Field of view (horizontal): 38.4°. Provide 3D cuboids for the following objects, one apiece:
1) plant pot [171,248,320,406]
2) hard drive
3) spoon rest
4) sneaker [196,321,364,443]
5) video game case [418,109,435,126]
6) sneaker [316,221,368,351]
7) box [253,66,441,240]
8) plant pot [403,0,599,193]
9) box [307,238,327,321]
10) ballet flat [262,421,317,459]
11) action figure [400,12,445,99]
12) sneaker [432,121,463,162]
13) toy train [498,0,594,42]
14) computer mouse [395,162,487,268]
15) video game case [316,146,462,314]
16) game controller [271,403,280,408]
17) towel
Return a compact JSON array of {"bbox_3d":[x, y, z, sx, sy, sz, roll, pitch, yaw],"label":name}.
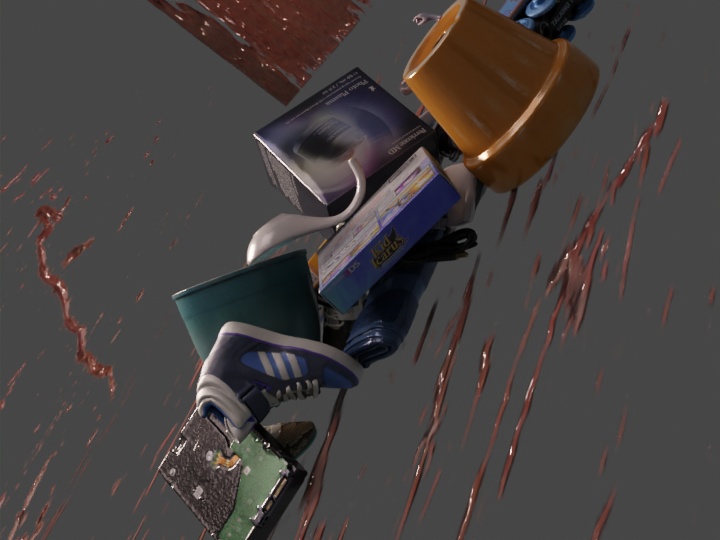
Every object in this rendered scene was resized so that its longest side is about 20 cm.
[{"bbox_3d":[-0.139,0.092,1.443,0.198,0.190,0.200,-19,-1,0],"label":"plant pot"},{"bbox_3d":[-0.166,0.257,1.319,0.199,0.038,0.141,34,94,43],"label":"hard drive"},{"bbox_3d":[-0.069,-0.066,1.368,0.199,0.061,0.099,-38,-1,8],"label":"spoon rest"},{"bbox_3d":[-0.107,0.159,1.298,0.081,0.198,0.148,106,-179,-63],"label":"sneaker"},{"bbox_3d":[0.046,-0.188,1.703,0.200,0.022,0.182,-40,0,-5],"label":"video game case"},{"bbox_3d":[-0.031,0.029,1.419,0.074,0.088,0.202,2,75,40],"label":"sneaker"},{"bbox_3d":[-0.015,-0.165,1.520,0.199,0.198,0.124,-35,-35,-15],"label":"box"},{"bbox_3d":[0.159,-0.229,1.271,0.201,0.182,0.201,-50,15,18],"label":"plant pot"},{"bbox_3d":[-0.040,-0.003,1.596,0.200,0.041,0.119,-50,-20,15],"label":"box"},{"bbox_3d":[-0.142,0.254,1.381,0.200,0.075,0.068,-46,16,31],"label":"ballet flat"},{"bbox_3d":[0.139,-0.307,1.548,0.200,0.147,0.136,92,-170,-87],"label":"action figure"},{"bbox_3d":[0.178,-0.239,1.471,0.201,0.075,0.114,-56,17,11],"label":"sneaker"},{"bbox_3d":[0.237,-0.342,1.420,0.114,0.087,0.201,12,61,54],"label":"toy train"},{"bbox_3d":[0.111,-0.083,1.319,0.109,0.044,0.201,-10,37,28],"label":"computer mouse"},{"bbox_3d":[0.030,-0.054,1.276,0.200,0.045,0.181,-45,13,10],"label":"video game case"},{"bbox_3d":[-0.114,0.141,1.649,0.104,0.042,0.201,-35,21,18],"label":"game controller"},{"bbox_3d":[0.045,0.027,1.339,0.111,0.048,0.201,-33,25,54],"label":"towel"}]
